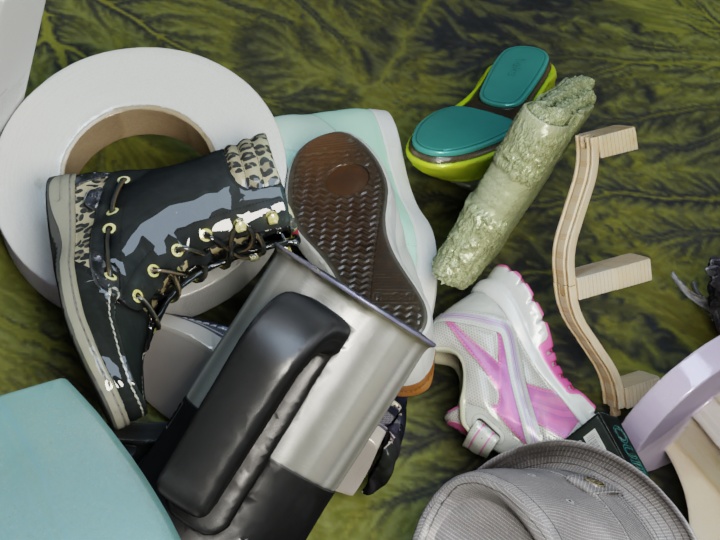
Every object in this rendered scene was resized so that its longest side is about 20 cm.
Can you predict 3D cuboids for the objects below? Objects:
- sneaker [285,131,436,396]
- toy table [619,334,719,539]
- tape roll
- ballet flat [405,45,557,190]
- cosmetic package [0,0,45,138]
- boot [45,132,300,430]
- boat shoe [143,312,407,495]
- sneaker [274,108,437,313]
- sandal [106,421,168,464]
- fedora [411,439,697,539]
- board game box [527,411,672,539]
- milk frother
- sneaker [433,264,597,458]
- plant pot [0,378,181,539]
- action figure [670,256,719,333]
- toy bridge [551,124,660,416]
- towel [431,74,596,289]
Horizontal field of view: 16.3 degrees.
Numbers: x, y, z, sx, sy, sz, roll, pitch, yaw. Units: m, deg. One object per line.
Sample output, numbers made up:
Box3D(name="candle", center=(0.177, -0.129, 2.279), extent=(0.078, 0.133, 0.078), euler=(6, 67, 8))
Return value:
Box3D(name="sneaker", center=(0.000, 0.000, 1.649), extent=(0.073, 0.085, 0.200), euler=(-17, 52, -1))
Box3D(name="toy table", center=(0.252, 0.120, 1.639), extent=(0.117, 0.184, 0.200), euler=(49, 20, 15))
Box3D(name="tape roll", center=(-0.148, -0.058, 1.690), extent=(0.203, 0.037, 0.203), euler=(-1, 63, 3))
Box3D(name="ballet flat", center=(0.091, -0.096, 1.811), extent=(0.067, 0.067, 0.200), euler=(16, 33, 20))
Box3D(name="cosmetic package", center=(-0.273, -0.152, 1.659), extent=(0.101, 0.200, 0.071), euler=(31, 49, 7))
Box3D(name="boot", center=(-0.112, -0.002, 1.578), extent=(0.154, 0.073, 0.204), euler=(-15, 47, -1))
Box3D(name="boat shoe", center=(-0.058, 0.070, 1.645), extent=(0.200, 0.075, 0.093), euler=(29, 36, 3))
Box3D(name="sneaker", center=(-0.020, -0.028, 1.728), extent=(0.118, 0.074, 0.200), euler=(-1, 49, -19))
Box3D(name="sandal", center=(-0.170, 0.130, 1.543), extent=(0.200, 0.075, 0.048), euler=(-5, 46, -23))
Box3D(name="fedora", center=(0.104, 0.187, 1.516), extent=(0.200, 0.177, 0.090), euler=(43, 13, 37))
Box3D(name="board game box", center=(0.148, 0.207, 1.556), extent=(0.028, 0.135, 0.200), euler=(19, 37, -50))
Box3D(name="milk frother", center=(-0.015, 0.115, 1.481), extent=(0.200, 0.181, 0.188), euler=(32, 91, -5))
Box3D(name="sneaker", center=(0.106, 0.101, 1.662), extent=(0.088, 0.081, 0.200), euler=(-27, 74, -7))
Box3D(name="plant pot", center=(-0.179, 0.175, 1.427), extent=(0.141, 0.141, 0.200), euler=(-15, 71, -22))
Box3D(name="action figure", center=(0.311, 0.034, 1.749), extent=(0.200, 0.119, 0.102), euler=(-4, 68, 33))
Box3D(name="toy bridge", center=(0.164, 0.005, 1.705), extent=(0.067, 0.200, 0.027), euler=(-14, 16, -28))
Box3D(name="towel", center=(0.104, -0.062, 1.704), extent=(0.036, 0.148, 0.200), euler=(33, 16, 4))
